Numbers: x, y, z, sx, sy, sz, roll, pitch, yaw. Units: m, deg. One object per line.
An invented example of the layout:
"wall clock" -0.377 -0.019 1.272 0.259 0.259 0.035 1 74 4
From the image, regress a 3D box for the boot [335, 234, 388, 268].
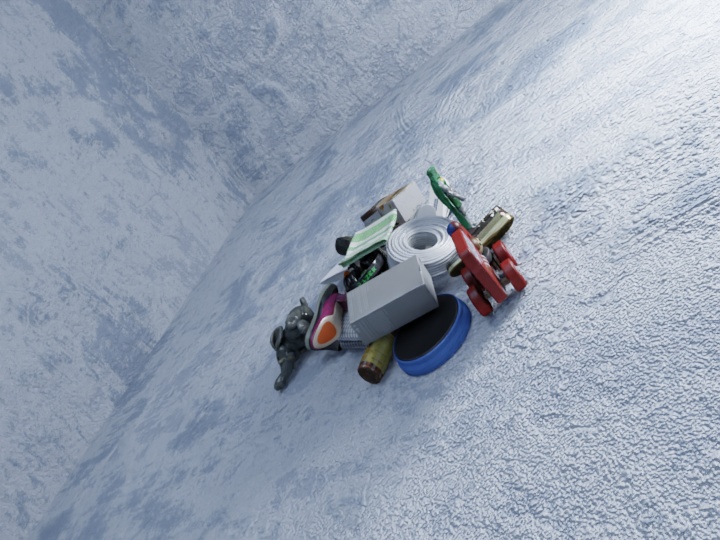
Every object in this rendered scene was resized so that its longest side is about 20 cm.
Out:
"boot" 0.033 -0.068 1.716 0.196 0.070 0.129 24 29 34

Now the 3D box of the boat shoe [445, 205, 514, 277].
"boat shoe" 0.265 -0.068 1.381 0.198 0.074 0.065 -40 63 -9

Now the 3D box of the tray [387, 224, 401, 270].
"tray" 0.127 -0.072 1.718 0.097 0.037 0.203 -30 25 35

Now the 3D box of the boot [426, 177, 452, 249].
"boot" 0.218 -0.143 1.645 0.071 0.090 0.207 11 81 33

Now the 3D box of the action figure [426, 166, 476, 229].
"action figure" 0.226 -0.175 1.488 0.054 0.201 0.119 -39 22 6

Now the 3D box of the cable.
"cable" 0.156 -0.053 1.462 0.193 0.071 0.203 -1 39 18

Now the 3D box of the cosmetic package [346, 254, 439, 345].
"cosmetic package" 0.069 0.066 1.346 0.195 0.091 0.109 -25 37 15

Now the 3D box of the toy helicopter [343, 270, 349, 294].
"toy helicopter" -0.031 0.080 1.695 0.204 0.078 0.132 -60 29 -2

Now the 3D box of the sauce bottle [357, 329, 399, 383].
"sauce bottle" 0.057 0.163 1.390 0.065 0.066 0.203 -20 31 46

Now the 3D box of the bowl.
"bowl" 0.150 0.133 1.301 0.199 0.039 0.202 -39 22 18

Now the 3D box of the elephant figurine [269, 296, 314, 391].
"elephant figurine" -0.200 0.209 1.718 0.202 0.141 0.154 -54 -12 21

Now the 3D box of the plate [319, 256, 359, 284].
"plate" -0.019 -0.032 1.869 0.200 0.033 0.198 -46 12 -34

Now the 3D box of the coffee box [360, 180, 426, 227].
"coffee box" 0.099 -0.187 1.863 0.114 0.081 0.198 -43 11 -31

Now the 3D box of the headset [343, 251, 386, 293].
"headset" 0.000 0.000 1.513 0.124 0.094 0.200 -47 4 -1

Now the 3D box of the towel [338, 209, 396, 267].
"towel" 0.024 -0.085 1.556 0.150 0.024 0.201 -29 16 25

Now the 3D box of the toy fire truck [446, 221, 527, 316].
"toy fire truck" 0.241 -0.022 1.229 0.111 0.168 0.202 -36 23 17

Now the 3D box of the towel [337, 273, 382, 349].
"towel" 0.031 0.106 1.518 0.164 0.085 0.203 -12 40 57

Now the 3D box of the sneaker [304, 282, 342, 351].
"sneaker" -0.070 0.131 1.627 0.103 0.076 0.205 6 58 20

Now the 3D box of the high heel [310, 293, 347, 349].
"high heel" -0.088 0.130 1.497 0.094 0.069 0.200 -15 22 40

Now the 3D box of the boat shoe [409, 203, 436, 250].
"boat shoe" 0.136 -0.080 1.592 0.070 0.069 0.206 -158 89 -75
